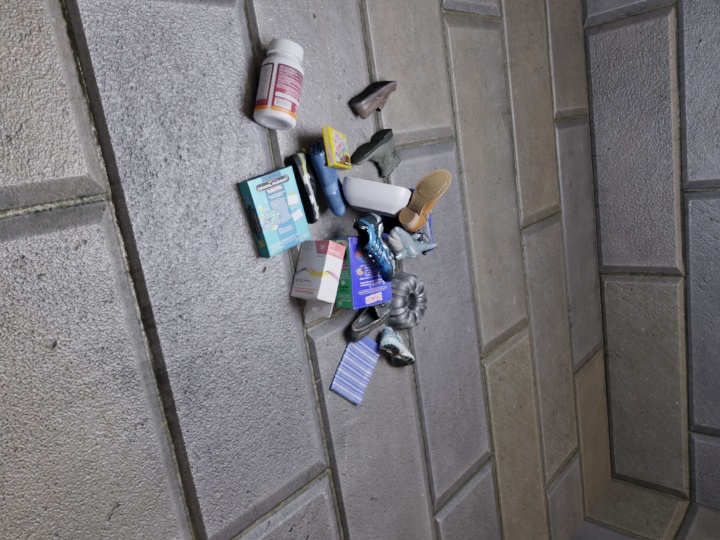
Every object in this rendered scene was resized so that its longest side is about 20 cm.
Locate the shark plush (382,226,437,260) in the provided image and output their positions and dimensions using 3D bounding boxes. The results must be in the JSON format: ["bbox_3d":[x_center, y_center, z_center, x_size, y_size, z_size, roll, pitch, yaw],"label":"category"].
[{"bbox_3d":[0.156,-0.075,1.567,0.198,0.091,0.084,14,121,-30],"label":"shark plush"}]

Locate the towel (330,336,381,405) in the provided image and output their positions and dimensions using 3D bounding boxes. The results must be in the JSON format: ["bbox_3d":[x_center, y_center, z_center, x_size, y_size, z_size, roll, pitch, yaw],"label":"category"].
[{"bbox_3d":[-0.008,0.301,1.682,0.145,0.024,0.202,41,63,-39],"label":"towel"}]

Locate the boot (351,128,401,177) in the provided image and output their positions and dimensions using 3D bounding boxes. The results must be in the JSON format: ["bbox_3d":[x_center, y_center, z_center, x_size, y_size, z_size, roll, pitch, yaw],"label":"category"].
[{"bbox_3d":[0.060,-0.346,1.697,0.200,0.067,0.132,-45,128,-34],"label":"boot"}]

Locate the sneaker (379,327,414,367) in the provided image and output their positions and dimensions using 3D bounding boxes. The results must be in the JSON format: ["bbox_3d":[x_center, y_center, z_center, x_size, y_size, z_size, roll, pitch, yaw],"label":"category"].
[{"bbox_3d":[0.125,0.251,1.783,0.200,0.077,0.087,53,28,-49],"label":"sneaker"}]

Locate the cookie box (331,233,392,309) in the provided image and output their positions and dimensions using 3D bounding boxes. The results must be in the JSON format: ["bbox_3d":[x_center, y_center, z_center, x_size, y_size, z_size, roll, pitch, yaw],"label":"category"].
[{"bbox_3d":[0.006,0.000,1.578,0.170,0.075,0.203,-9,97,-45],"label":"cookie box"}]

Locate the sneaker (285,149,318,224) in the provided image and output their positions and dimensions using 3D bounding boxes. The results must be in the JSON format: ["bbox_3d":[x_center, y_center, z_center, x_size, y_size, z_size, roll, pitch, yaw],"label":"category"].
[{"bbox_3d":[-0.138,-0.231,1.485,0.082,0.071,0.202,-28,112,-43],"label":"sneaker"}]

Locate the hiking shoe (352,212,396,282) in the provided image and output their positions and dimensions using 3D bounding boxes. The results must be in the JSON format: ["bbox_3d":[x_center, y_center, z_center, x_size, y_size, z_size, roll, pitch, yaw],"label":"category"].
[{"bbox_3d":[0.034,-0.056,1.511,0.086,0.074,0.202,-24,97,-35],"label":"hiking shoe"}]

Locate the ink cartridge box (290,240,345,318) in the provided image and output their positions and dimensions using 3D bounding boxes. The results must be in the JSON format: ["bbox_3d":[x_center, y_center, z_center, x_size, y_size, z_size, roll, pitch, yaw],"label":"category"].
[{"bbox_3d":[-0.121,0.022,1.482,0.067,0.116,0.202,20,77,-46],"label":"ink cartridge box"}]

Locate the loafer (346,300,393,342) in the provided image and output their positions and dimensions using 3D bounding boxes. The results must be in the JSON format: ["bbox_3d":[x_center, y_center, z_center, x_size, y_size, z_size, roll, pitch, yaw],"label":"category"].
[{"bbox_3d":[0.037,0.141,1.668,0.200,0.072,0.063,-43,161,-30],"label":"loafer"}]

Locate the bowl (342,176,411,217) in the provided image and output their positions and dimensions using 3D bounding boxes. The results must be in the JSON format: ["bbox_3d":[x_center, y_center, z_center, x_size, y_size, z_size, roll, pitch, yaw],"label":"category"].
[{"bbox_3d":[0.044,-0.207,1.564,0.200,0.197,0.076,-10,112,-83],"label":"bowl"}]

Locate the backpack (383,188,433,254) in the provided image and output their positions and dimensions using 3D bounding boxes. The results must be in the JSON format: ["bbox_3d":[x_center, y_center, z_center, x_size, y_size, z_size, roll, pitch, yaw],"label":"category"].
[{"bbox_3d":[0.146,-0.157,1.726,0.168,0.160,0.203,-39,122,-83],"label":"backpack"}]

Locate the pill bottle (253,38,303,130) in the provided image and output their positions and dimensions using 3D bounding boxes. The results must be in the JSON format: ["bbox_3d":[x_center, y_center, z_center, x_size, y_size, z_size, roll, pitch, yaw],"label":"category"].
[{"bbox_3d":[-0.204,-0.471,1.376,0.109,0.109,0.203,14,82,-46],"label":"pill bottle"}]

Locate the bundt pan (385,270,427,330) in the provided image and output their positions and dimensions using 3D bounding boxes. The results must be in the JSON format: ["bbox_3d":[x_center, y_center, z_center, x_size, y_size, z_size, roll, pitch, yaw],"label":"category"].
[{"bbox_3d":[0.156,0.102,1.808,0.201,0.075,0.205,-2,92,-46],"label":"bundt pan"}]

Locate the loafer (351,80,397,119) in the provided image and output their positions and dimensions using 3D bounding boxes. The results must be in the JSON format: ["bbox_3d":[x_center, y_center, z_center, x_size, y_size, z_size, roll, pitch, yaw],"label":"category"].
[{"bbox_3d":[0.045,-0.529,1.674,0.200,0.073,0.072,-42,131,-31],"label":"loafer"}]

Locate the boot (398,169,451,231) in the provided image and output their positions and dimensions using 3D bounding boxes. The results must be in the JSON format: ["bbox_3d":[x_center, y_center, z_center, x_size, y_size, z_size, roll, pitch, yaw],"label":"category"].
[{"bbox_3d":[0.190,-0.197,1.561,0.200,0.074,0.155,-45,165,8],"label":"boot"}]

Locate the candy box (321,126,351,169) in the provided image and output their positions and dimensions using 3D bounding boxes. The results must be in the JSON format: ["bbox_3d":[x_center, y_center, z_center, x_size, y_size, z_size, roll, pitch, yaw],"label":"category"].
[{"bbox_3d":[-0.065,-0.338,1.512,0.200,0.026,0.103,-35,114,-76],"label":"candy box"}]

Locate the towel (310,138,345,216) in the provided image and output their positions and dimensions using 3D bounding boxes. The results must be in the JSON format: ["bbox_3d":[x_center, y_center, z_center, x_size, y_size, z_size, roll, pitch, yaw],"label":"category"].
[{"bbox_3d":[-0.091,-0.256,1.508,0.112,0.048,0.201,-89,163,-55],"label":"towel"}]

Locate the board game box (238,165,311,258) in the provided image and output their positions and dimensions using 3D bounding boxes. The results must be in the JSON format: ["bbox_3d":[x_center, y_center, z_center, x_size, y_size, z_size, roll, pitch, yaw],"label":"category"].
[{"bbox_3d":[-0.221,-0.154,1.418,0.150,0.047,0.202,-30,113,-41],"label":"board game box"}]
